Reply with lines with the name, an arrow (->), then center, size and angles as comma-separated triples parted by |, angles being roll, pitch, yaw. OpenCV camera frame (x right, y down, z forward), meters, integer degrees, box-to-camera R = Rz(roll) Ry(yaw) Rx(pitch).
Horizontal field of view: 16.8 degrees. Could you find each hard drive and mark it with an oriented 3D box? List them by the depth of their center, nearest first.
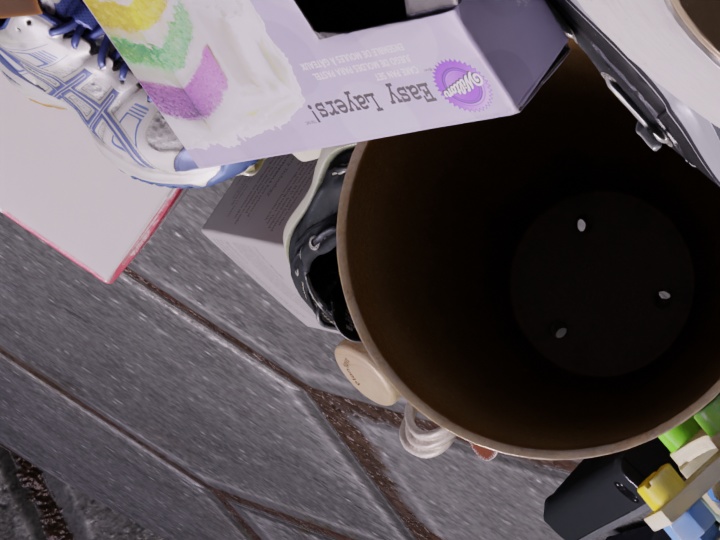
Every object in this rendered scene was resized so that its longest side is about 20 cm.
hard drive -> 0.160, 0.070, 1.214 | 0.033, 0.140, 0.200 | 42, 167, 3

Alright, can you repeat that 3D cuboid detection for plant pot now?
plant pot -> 0.100, -0.003, 1.093 | 0.186, 0.187, 0.200 | 29, 179, 14

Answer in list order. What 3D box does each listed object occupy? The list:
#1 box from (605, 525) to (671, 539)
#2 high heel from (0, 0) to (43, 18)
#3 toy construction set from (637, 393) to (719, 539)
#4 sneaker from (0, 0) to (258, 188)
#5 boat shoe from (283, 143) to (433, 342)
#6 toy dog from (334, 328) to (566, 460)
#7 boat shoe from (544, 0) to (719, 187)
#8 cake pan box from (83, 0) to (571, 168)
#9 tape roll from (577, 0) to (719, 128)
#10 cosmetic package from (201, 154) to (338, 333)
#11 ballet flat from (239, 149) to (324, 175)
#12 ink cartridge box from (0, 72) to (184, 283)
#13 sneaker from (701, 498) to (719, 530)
box -> 0.192, 0.293, 1.755 | 0.104, 0.200, 0.148 | 33, 167, -2
high heel -> -0.093, -0.169, 1.100 | 0.199, 0.097, 0.067 | -3, 154, -10
toy construction set -> 0.209, 0.056, 1.039 | 0.092, 0.199, 0.131 | 64, -174, 2
sneaker -> -0.122, -0.103, 1.135 | 0.199, 0.075, 0.088 | 24, 161, 36
boat shoe -> 0.002, 0.000, 1.184 | 0.074, 0.066, 0.200 | 5, 156, -9
toy dog -> 0.073, 0.059, 1.424 | 0.096, 0.132, 0.200 | 52, 178, -29
boat shoe -> 0.131, -0.078, 0.949 | 0.199, 0.074, 0.068 | 39, 171, -13
cake pan box -> -0.036, -0.133, 0.954 | 0.199, 0.052, 0.184 | -5, 129, 44
tape roll -> 0.162, -0.102, 0.808 | 0.202, 0.071, 0.203 | 31, 165, 9
cosmetic package -> 0.014, -0.013, 1.376 | 0.108, 0.085, 0.200 | 44, 161, -33
ballet flat -> -0.040, -0.080, 1.171 | 0.199, 0.070, 0.069 | -10, 142, 31
ink cartridge box -> -0.163, -0.081, 1.384 | 0.145, 0.085, 0.200 | 34, -167, -3
sneaker -> 0.230, 0.113, 1.210 | 0.074, 0.118, 0.200 | 44, -174, 37
